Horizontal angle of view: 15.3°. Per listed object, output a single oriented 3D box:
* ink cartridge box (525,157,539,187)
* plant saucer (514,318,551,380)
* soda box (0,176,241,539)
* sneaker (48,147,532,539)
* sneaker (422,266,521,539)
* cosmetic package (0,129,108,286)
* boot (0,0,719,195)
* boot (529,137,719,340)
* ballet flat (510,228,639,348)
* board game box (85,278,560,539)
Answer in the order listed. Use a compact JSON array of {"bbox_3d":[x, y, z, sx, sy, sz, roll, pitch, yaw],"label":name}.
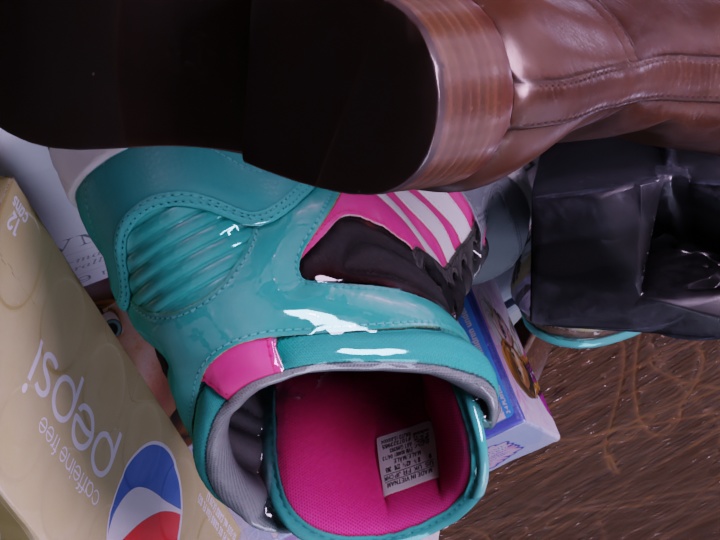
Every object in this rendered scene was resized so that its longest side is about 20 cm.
[{"bbox_3d":[0.000,0.000,0.982,0.200,0.044,0.174,-40,141,9],"label":"ink cartridge box"},{"bbox_3d":[0.011,0.043,1.102,0.200,0.201,0.037,-31,122,24],"label":"plant saucer"},{"bbox_3d":[-0.099,0.052,0.754,0.064,0.068,0.200,6,150,21],"label":"soda box"},{"bbox_3d":[0.005,0.016,0.730,0.083,0.121,0.200,-32,160,27],"label":"sneaker"},{"bbox_3d":[0.003,0.075,0.947,0.200,0.071,0.073,-46,-179,-21],"label":"sneaker"},{"bbox_3d":[-0.040,-0.103,0.738,0.199,0.123,0.200,-21,160,-4],"label":"cosmetic package"},{"bbox_3d":[0.018,-0.061,0.609,0.200,0.186,0.065,-10,119,-47],"label":"boot"},{"bbox_3d":[0.133,-0.042,0.823,0.164,0.066,0.200,-14,-167,11],"label":"boot"},{"bbox_3d":[0.117,-0.038,0.976,0.072,0.072,0.200,-39,174,41],"label":"ballet flat"},{"bbox_3d":[-0.063,0.006,0.885,0.199,0.201,0.041,-28,160,14],"label":"board game box"}]
